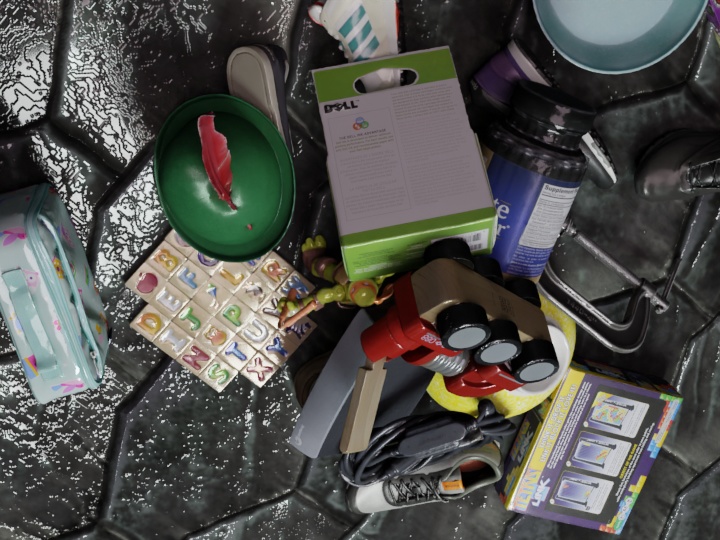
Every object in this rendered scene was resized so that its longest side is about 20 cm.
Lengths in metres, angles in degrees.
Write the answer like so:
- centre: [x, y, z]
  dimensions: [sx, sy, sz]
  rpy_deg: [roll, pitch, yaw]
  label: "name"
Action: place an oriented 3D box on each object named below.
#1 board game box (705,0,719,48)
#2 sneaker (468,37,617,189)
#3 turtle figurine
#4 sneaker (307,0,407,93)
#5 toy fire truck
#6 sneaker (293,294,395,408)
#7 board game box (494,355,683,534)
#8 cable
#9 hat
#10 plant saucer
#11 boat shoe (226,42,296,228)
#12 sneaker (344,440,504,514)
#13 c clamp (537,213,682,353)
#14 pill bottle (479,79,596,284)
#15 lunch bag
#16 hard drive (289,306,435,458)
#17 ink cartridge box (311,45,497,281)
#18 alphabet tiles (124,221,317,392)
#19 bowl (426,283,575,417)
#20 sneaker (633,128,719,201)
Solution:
- centre: [0.465, -0.335, 1.164]
  dimensions: [0.199, 0.032, 0.120]
  rpy_deg: [-32, 109, 1]
  label: "board game box"
- centre: [0.196, -0.153, 1.160]
  dimensions: [0.087, 0.076, 0.200]
  rpy_deg: [-38, 110, 19]
  label: "sneaker"
- centre: [0.000, 0.000, 1.114]
  dimensions: [0.199, 0.161, 0.065]
  rpy_deg: [-31, 113, 0]
  label: "turtle figurine"
- centre: [-0.003, -0.244, 1.083]
  dimensions: [0.093, 0.070, 0.201]
  rpy_deg: [-2, 114, 8]
  label: "sneaker"
- centre: [0.071, 0.090, 1.038]
  dimensions: [0.199, 0.129, 0.175]
  rpy_deg: [-33, 141, 30]
  label: "toy fire truck"
- centre: [0.016, 0.098, 1.201]
  dimensions: [0.200, 0.076, 0.071]
  rpy_deg: [-38, 113, 4]
  label: "sneaker"
- centre: [0.279, 0.214, 1.313]
  dimensions: [0.164, 0.057, 0.201]
  rpy_deg: [16, 106, -15]
  label: "board game box"
- centre: [0.069, 0.189, 1.174]
  dimensions: [0.199, 0.163, 0.051]
  rpy_deg: [-23, 73, 15]
  label: "cable"
- centre: [-0.168, -0.076, 1.009]
  dimensions: [0.164, 0.176, 0.202]
  rpy_deg: [10, 112, 19]
  label: "hat"
- centre: [0.270, -0.310, 1.121]
  dimensions: [0.198, 0.036, 0.202]
  rpy_deg: [-3, 111, -7]
  label: "plant saucer"
- centre: [-0.089, -0.133, 1.096]
  dimensions: [0.072, 0.063, 0.202]
  rpy_deg: [6, 113, 31]
  label: "boat shoe"
- centre: [0.076, 0.243, 1.268]
  dimensions: [0.199, 0.079, 0.074]
  rpy_deg: [-19, 116, -3]
  label: "sneaker"
- centre: [0.273, 0.004, 1.212]
  dimensions: [0.199, 0.172, 0.027]
  rpy_deg: [33, 145, -15]
  label: "c clamp"
- centre: [0.163, -0.085, 1.092]
  dimensions: [0.111, 0.112, 0.201]
  rpy_deg: [13, 112, -16]
  label: "pill bottle"
- centre: [-0.308, 0.024, 1.058]
  dimensions: [0.076, 0.161, 0.201]
  rpy_deg: [-18, 112, -5]
  label: "lunch bag"
- centre: [0.015, 0.121, 1.137]
  dimensions: [0.134, 0.042, 0.201]
  rpy_deg: [-2, 132, -39]
  label: "hard drive"
- centre: [0.040, -0.107, 1.040]
  dimensions: [0.147, 0.201, 0.076]
  rpy_deg: [-10, 154, -1]
  label: "ink cartridge box"
- centre: [-0.152, 0.038, 1.180]
  dimensions: [0.200, 0.006, 0.167]
  rpy_deg: [40, 98, -22]
  label: "alphabet tiles"
- centre: [0.170, 0.084, 1.188]
  dimensions: [0.199, 0.108, 0.202]
  rpy_deg: [-8, 108, -25]
  label: "bowl"
- centre: [0.405, -0.121, 1.196]
  dimensions: [0.198, 0.091, 0.076]
  rpy_deg: [-18, 115, -4]
  label: "sneaker"
